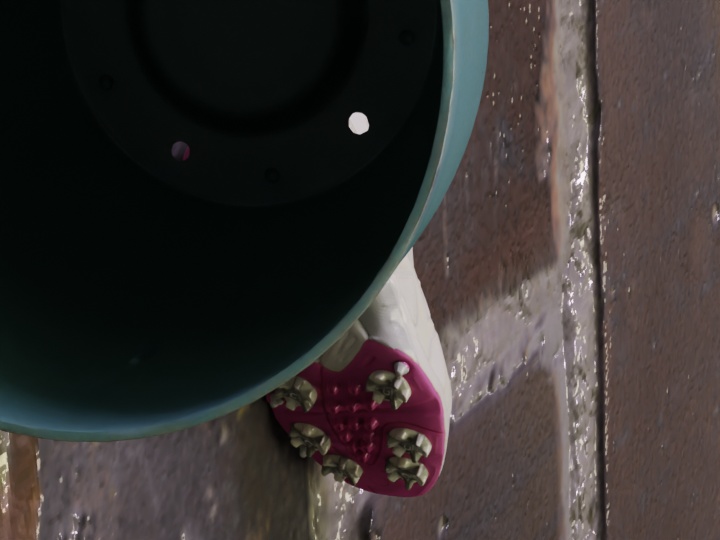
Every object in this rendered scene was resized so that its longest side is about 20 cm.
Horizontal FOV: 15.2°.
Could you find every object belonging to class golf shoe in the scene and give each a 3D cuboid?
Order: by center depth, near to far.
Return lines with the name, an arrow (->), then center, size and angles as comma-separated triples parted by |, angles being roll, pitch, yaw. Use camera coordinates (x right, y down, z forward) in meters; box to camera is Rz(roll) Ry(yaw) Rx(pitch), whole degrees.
golf shoe -> 0.000, 0.000, 1.000 | 0.200, 0.075, 0.092 | 73, 32, -42

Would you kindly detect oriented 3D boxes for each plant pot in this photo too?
plant pot -> -0.055, -0.068, 0.749 | 0.161, 0.200, 0.202 | -33, 127, -73
